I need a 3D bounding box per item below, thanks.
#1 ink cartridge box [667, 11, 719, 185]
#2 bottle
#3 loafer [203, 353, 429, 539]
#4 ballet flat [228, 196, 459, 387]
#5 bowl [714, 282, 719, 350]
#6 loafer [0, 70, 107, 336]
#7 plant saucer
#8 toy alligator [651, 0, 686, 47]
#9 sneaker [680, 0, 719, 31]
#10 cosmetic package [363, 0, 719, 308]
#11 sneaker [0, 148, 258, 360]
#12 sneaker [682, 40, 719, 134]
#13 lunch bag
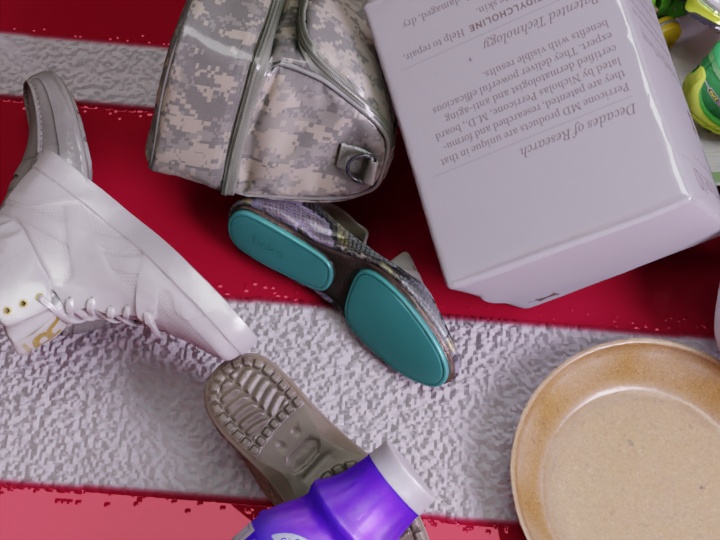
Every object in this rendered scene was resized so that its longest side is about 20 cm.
[{"bbox_3d":[0.270,-0.110,1.064,0.143,0.048,0.203,-3,65,-5],"label":"ink cartridge box"},{"bbox_3d":[-0.043,0.186,0.846,0.199,0.065,0.084,-41,82,1],"label":"bottle"},{"bbox_3d":[-0.025,0.138,0.918,0.075,0.068,0.201,-37,88,-7],"label":"loafer"},{"bbox_3d":[0.000,0.000,0.988,0.199,0.072,0.072,36,67,12],"label":"ballet flat"},{"bbox_3d":[0.342,-0.006,0.970,0.197,0.075,0.203,15,90,-6],"label":"bowl"},{"bbox_3d":[-0.223,-0.050,0.994,0.069,0.070,0.202,-7,65,-16],"label":"loafer"},{"bbox_3d":[0.195,0.145,0.944,0.197,0.036,0.203,2,65,-3],"label":"plant saucer"},{"bbox_3d":[0.223,-0.204,1.055,0.198,0.054,0.060,-23,66,-14],"label":"toy alligator"},{"bbox_3d":[0.293,-0.253,1.042,0.073,0.081,0.201,30,44,-6],"label":"sneaker"},{"bbox_3d":[0.128,-0.099,0.938,0.165,0.167,0.203,-21,77,20],"label":"cosmetic package"},{"bbox_3d":[-0.168,0.023,0.908,0.199,0.074,0.116,36,78,20],"label":"sneaker"},{"bbox_3d":[0.334,-0.142,1.012,0.197,0.084,0.075,-9,63,-9],"label":"sneaker"},{"bbox_3d":[-0.045,-0.146,0.996,0.166,0.140,0.201,18,40,-5],"label":"lunch bag"}]
